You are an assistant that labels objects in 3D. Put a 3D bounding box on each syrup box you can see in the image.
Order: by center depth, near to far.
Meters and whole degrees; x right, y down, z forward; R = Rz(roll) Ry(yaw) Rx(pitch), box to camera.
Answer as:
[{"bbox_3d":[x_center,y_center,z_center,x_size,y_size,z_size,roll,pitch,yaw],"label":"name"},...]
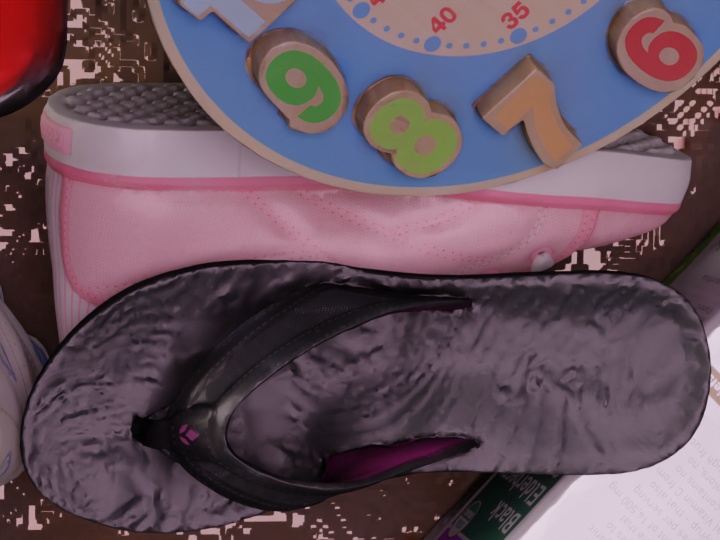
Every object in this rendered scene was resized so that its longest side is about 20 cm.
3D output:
[{"bbox_3d":[0.095,0.070,0.846,0.200,0.079,0.081,-46,99,-3],"label":"syrup box"}]

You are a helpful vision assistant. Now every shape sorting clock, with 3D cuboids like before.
[{"bbox_3d":[0.037,-0.102,0.725,0.199,0.039,0.201,-9,126,-13],"label":"shape sorting clock"}]

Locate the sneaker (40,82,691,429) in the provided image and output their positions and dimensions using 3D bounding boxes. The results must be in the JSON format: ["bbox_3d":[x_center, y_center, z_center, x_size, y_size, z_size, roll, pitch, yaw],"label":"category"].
[{"bbox_3d":[0.000,0.000,0.833,0.199,0.075,0.105,1,106,-14],"label":"sneaker"}]

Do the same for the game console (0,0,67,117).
[{"bbox_3d":[-0.157,-0.060,0.684,0.199,0.172,0.119,-9,78,6],"label":"game console"}]

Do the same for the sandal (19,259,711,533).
[{"bbox_3d":[0.001,0.032,0.771,0.199,0.048,0.076,-7,96,-3],"label":"sandal"}]

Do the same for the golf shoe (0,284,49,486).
[{"bbox_3d":[-0.165,-0.014,0.791,0.200,0.097,0.078,43,88,-8],"label":"golf shoe"}]
